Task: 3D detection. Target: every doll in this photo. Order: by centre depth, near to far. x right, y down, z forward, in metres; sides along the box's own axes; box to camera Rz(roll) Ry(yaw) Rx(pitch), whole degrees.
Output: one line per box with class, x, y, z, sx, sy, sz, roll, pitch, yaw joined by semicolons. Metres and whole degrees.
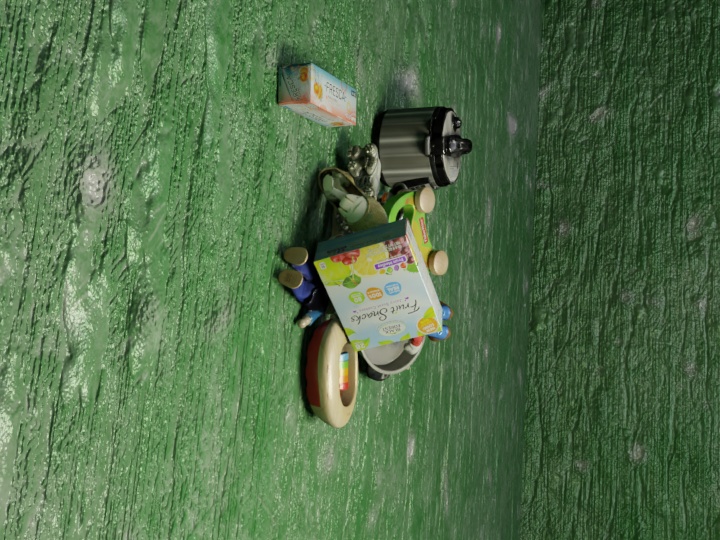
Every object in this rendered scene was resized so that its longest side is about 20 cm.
doll;-0.084;0.033;1.407;0.200;0.048;0.138;48;51;-64

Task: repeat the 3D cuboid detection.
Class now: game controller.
game controller;0.052;0.130;1.700;0.104;0.042;0.203;30;70;-58

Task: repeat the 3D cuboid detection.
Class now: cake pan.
cake pan;0.056;0.106;1.635;0.199;0.036;0.203;-2;93;-42

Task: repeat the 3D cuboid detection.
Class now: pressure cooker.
pressure cooker;0.141;-0.267;1.758;0.180;0.197;0.177;67;31;-46

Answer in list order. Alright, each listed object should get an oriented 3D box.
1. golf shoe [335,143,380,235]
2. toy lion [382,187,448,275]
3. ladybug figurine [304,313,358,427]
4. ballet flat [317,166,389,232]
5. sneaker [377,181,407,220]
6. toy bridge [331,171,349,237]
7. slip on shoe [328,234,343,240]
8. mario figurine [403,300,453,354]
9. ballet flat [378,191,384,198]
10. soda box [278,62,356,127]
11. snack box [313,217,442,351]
golf shoe;0.009;-0.137;1.536;0.097;0.077;0.202;53;44;-60
toy lion;0.077;-0.034;1.499;0.191;0.068;0.202;-30;113;-45
ladybug figurine;-0.054;0.178;1.453;0.135;0.071;0.203;5;86;-69
ballet flat;-0.021;-0.122;1.428;0.200;0.070;0.071;52;-11;45
sneaker;0.042;-0.098;1.558;0.201;0.073;0.080;-53;135;-44
toy bridge;-0.025;-0.142;1.576;0.067;0.027;0.202;58;40;-51
slip on shoe;-0.002;0.028;1.478;0.074;0.061;0.202;-36;117;-32
mario figurine;0.097;0.090;1.614;0.199;0.106;0.125;14;48;-52
ballet flat;0.035;-0.107;1.658;0.071;0.067;0.201;107;4;-50
soda box;-0.072;-0.301;1.408;0.200;0.063;0.069;5;86;-69
snack box;0.034;0.028;1.390;0.068;0.167;0.201;-81;151;-55
